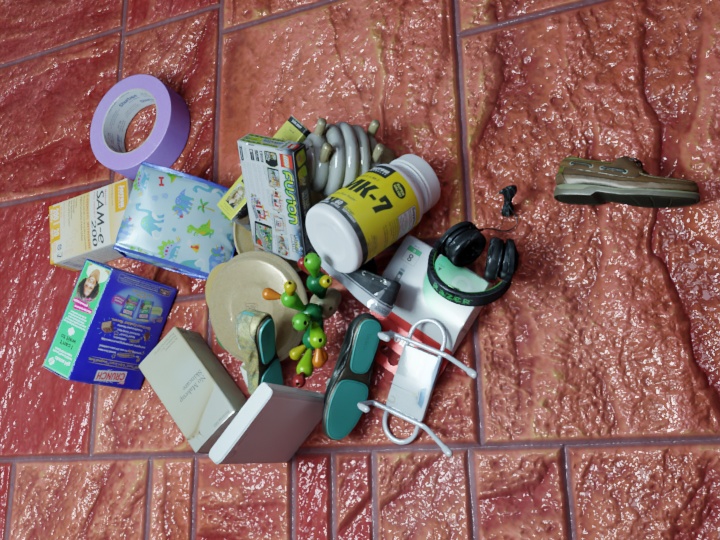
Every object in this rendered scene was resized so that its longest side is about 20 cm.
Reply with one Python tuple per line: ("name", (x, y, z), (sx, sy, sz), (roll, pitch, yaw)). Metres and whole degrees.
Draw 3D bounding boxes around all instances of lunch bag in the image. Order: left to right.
("lunch bag", (-0.316, -0.081, 1.304), (0.199, 0.127, 0.171), (15, 82, -3))

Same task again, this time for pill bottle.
("pill bottle", (0.023, -0.093, 1.112), (0.114, 0.115, 0.200), (36, 56, 27))

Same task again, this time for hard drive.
("hard drive", (-0.128, 0.234, 1.090), (0.026, 0.200, 0.132), (39, 94, 26))

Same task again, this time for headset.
("headset", (0.179, -0.038, 1.058), (0.123, 0.094, 0.200), (25, 54, 20))

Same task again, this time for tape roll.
("tape roll", (-0.440, -0.285, 1.443), (0.199, 0.066, 0.201), (-6, 75, 23))

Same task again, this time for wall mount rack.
("wall mount rack", (0.089, 0.175, 1.061), (0.173, 0.074, 0.201), (20, 97, 31))

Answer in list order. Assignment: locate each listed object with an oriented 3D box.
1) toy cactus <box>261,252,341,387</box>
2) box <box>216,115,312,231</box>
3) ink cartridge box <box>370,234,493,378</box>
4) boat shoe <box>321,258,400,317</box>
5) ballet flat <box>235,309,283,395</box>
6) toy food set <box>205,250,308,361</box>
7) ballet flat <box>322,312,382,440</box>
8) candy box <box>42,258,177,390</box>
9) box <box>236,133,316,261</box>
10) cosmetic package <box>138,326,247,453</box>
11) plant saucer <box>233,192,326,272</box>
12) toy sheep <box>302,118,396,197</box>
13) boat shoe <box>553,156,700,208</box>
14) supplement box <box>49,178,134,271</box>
("toy cactus", (-0.077, 0.066, 1.127), (0.102, 0.165, 0.201), (-1, 103, 18))
("box", (-0.151, -0.162, 1.237), (0.200, 0.075, 0.050), (-50, 61, 6))
("ink cartridge box", (0.088, 0.067, 1.124), (0.161, 0.050, 0.200), (33, 89, 28))
("boat shoe", (0.000, 0.000, 1.139), (0.066, 0.070, 0.200), (-58, 34, 7))
("ballet flat", (-0.165, 0.143, 1.158), (0.070, 0.201, 0.071), (-1, 36, 1))
("toy food set", (-0.172, 0.067, 1.219), (0.199, 0.049, 0.199), (-21, 84, 22))
("ballet flat", (-0.015, 0.164, 1.134), (0.068, 0.068, 0.201), (11, 80, 67))
("candy box", (-0.438, 0.100, 1.283), (0.077, 0.169, 0.201), (16, 83, 30))
("box", (-0.132, -0.113, 1.163), (0.110, 0.035, 0.201), (15, 128, 26))
("cosmetic package", (-0.281, 0.204, 1.240), (0.104, 0.073, 0.200), (-47, 62, 6))
("plant saucer", (-0.129, -0.082, 1.266), (0.199, 0.035, 0.201), (-6, 74, 22))
("toy sheep", (-0.036, -0.182, 1.182), (0.199, 0.138, 0.139), (1, 73, -18))
("boat shoe", (0.377, -0.131, 1.030), (0.199, 0.072, 0.068), (7, 81, 25))
("supplement box", (-0.510, -0.087, 1.417), (0.199, 0.073, 0.127), (-16, 71, 20))
